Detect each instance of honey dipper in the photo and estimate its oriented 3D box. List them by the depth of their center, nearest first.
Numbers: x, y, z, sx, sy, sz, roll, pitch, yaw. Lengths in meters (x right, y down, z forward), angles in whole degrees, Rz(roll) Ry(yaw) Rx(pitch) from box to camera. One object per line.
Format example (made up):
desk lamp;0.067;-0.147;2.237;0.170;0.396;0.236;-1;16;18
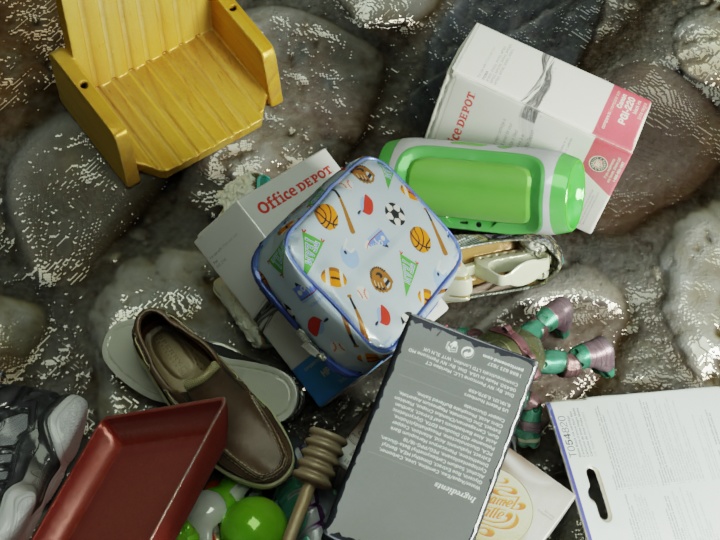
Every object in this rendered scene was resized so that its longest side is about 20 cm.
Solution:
honey dipper;-0.063;0.234;1.433;0.038;0.038;0.200;21;73;3

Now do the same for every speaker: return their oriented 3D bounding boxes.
speaker;0.119;-0.085;1.652;0.200;0.089;0.089;7;58;21

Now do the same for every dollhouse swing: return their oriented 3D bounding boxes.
dollhouse swing;-0.194;-0.231;1.665;0.200;0.176;0.182;-31;70;-24

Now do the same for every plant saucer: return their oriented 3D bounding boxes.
plant saucer;-0.206;0.208;1.431;0.037;0.199;0.200;44;55;-27

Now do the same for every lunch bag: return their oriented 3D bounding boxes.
lunch bag;0.000;0.000;1.482;0.160;0.076;0.200;48;44;-6

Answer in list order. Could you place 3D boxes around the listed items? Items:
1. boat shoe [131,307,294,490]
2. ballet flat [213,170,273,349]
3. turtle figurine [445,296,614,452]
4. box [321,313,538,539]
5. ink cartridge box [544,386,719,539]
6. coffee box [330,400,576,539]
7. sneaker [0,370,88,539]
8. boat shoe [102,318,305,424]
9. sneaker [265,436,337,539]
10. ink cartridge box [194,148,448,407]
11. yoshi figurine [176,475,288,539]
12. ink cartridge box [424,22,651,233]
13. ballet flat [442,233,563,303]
boat shoe;-0.139;0.112;1.472;0.075;0.075;0.202;-42;70;-14
ballet flat;-0.114;-0.005;1.625;0.072;0.072;0.200;2;59;-8
turtle figurine;0.142;0.097;1.585;0.200;0.101;0.150;-22;71;-28
box;0.050;0.171;1.377;0.117;0.197;0.200;21;68;4
ink cartridge box;0.280;0.210;1.557;0.200;0.041;0.200;-2;61;-23
coffee box;0.080;0.202;1.519;0.200;0.080;0.114;36;66;11
sneaker;-0.332;0.180;1.474;0.114;0.076;0.200;23;54;5
boat shoe;-0.146;0.098;1.556;0.200;0.060;0.074;14;82;13
sneaker;-0.025;0.247;1.499;0.087;0.074;0.200;-1;65;-32
ink cartridge box;-0.036;0.005;1.562;0.200;0.086;0.146;53;44;1
yoshi figurine;-0.138;0.257;1.447;0.112;0.112;0.200;41;60;2
ink cartridge box;0.176;-0.145;1.692;0.200;0.146;0.085;24;54;3
ballet flat;0.112;-0.001;1.640;0.200;0.072;0.072;-11;63;-16
